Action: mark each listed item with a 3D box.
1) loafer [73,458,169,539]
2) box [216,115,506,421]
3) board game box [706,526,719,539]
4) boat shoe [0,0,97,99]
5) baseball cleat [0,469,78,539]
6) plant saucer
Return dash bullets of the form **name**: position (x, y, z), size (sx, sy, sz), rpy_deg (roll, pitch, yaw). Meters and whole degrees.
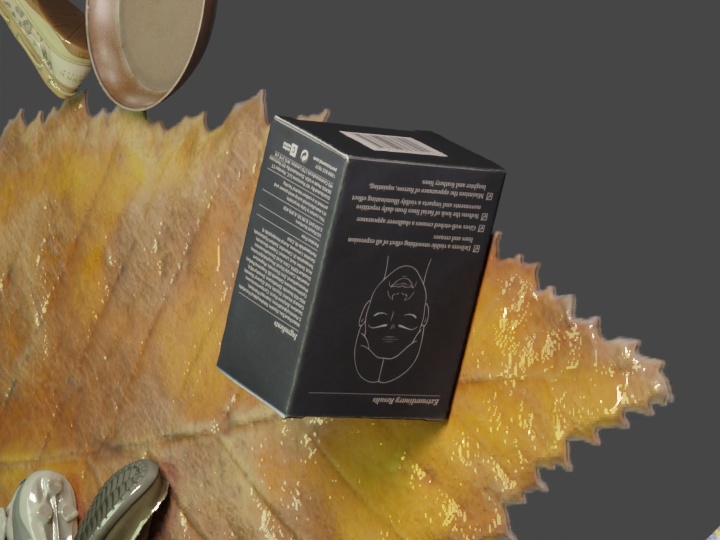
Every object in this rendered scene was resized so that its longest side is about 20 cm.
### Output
- **loafer**: position (-0.217, 0.251, 2.262), size (0.200, 0.070, 0.075), rpy_deg (-56, 16, 21)
- **box**: position (0.000, 0.000, 1.905), size (0.107, 0.148, 0.201), rpy_deg (30, 111, 51)
- **board game box**: position (0.276, 0.156, 1.527), size (0.200, 0.135, 0.035), rpy_deg (-53, 44, 38)
- **boat shoe**: position (-0.307, -0.239, 2.405), size (0.200, 0.073, 0.063), rpy_deg (53, 125, 40)
- **baseball cleat**: position (-0.292, 0.285, 2.361), size (0.106, 0.070, 0.201), rpy_deg (-28, 56, 57)
- **plant saucer**: position (-0.178, -0.238, 2.265), size (0.200, 0.032, 0.201), rpy_deg (-5, 84, 53)
